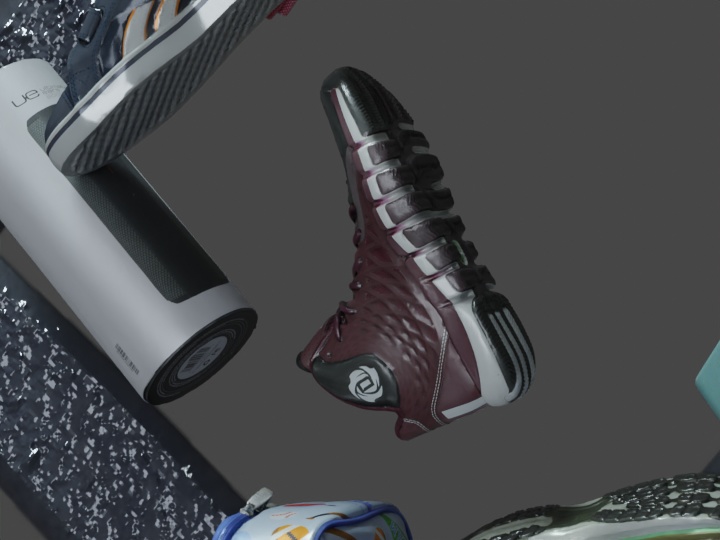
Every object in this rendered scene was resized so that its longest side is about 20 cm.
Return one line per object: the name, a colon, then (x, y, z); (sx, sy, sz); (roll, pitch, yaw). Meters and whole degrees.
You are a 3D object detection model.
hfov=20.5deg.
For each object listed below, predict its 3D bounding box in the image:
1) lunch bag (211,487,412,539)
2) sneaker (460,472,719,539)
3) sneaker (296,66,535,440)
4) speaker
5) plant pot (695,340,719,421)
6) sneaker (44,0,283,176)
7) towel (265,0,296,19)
lunch bag: (-0.028, 0.211, 1.016); (0.075, 0.160, 0.201); (-2, 89, 22)
sneaker: (0.137, 0.159, 1.006); (0.199, 0.077, 0.089); (-15, 96, 27)
sneaker: (0.000, 0.000, 1.057); (0.115, 0.076, 0.201); (-31, 78, 22)
speaker: (-0.149, -0.024, 1.116); (0.081, 0.081, 0.200); (-45, 73, 16)
plant pot: (0.268, 0.072, 0.913); (0.200, 0.141, 0.142); (37, 102, 27)
sneaker: (-0.107, -0.141, 1.072); (0.200, 0.078, 0.079); (-44, 79, 0)
towel: (-0.031, -0.258, 1.099); (0.146, 0.030, 0.200); (47, 105, 16)
